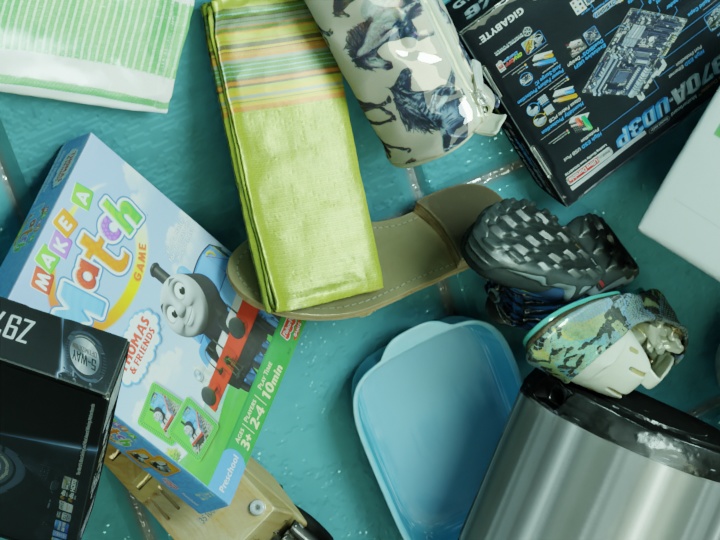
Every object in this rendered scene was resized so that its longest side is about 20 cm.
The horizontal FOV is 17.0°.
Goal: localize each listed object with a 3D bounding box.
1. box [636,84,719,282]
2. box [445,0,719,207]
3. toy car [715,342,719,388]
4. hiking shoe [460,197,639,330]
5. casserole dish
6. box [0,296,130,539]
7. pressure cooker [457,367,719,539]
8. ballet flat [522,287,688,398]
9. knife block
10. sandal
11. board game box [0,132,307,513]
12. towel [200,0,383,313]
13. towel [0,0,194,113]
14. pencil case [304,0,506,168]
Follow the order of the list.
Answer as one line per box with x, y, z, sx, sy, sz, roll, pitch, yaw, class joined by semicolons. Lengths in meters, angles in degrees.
0.325;-0.047;1.577;0.171;0.199;0.200;-61;160;14;box
0.171;-0.162;1.594;0.200;0.046;0.159;-37;122;-3;box
0.366;0.077;1.736;0.200;0.175;0.150;-47;160;-1;toy car
0.114;0.008;1.583;0.087;0.074;0.200;-45;156;19;hiking shoe
0.060;0.114;1.678;0.121;0.039;0.200;-27;121;-9;casserole dish
-0.231;0.086;1.449;0.160;0.044;0.200;19;143;-2;box
0.156;0.181;1.622;0.176;0.179;0.200;17;98;-43;pressure cooker
0.172;0.050;1.596;0.200;0.074;0.074;-13;126;-63;ballet flat
-0.092;0.155;1.630;0.064;0.176;0.200;-45;76;0;knife block
0.003;0.005;1.589;0.212;0.078;0.070;-18;153;-29;sandal
-0.134;0.034;1.506;0.200;0.037;0.151;41;53;-27;board game box
-0.040;-0.078;1.513;0.086;0.018;0.200;-13;93;-24;towel
-0.163;-0.198;1.455;0.152;0.023;0.200;6;110;-24;towel
0.017;-0.164;1.497;0.089;0.078;0.200;-13;117;30;pencil case
